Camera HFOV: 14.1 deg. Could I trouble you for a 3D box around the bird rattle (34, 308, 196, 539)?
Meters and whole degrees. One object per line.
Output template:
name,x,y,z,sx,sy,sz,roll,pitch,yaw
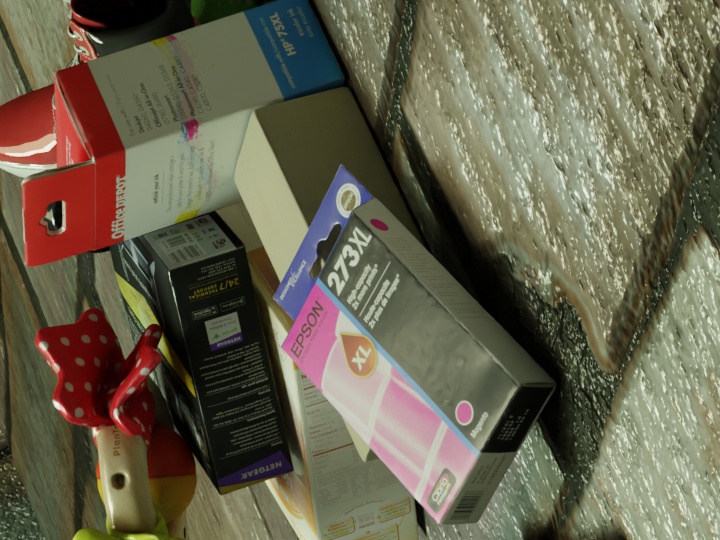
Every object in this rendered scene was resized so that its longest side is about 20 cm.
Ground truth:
bird rattle,-0.144,0.123,1.799,0.163,0.112,0.201,20,-127,-84

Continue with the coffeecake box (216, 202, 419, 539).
coffeecake box,-0.031,0.064,1.850,0.154,0.073,0.201,-125,22,-50

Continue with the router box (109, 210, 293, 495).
router box,-0.108,0.028,1.840,0.200,0.052,0.158,-132,28,-61

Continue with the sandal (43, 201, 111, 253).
sandal,-0.162,-0.080,1.957,0.045,0.200,0.075,2,128,29

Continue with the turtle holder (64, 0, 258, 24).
turtle holder,-0.147,-0.228,1.837,0.132,0.185,0.141,100,-179,-61

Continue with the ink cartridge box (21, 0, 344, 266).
ink cartridge box,-0.115,-0.081,1.726,0.116,0.199,0.067,100,148,-62

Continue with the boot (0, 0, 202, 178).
boot,-0.176,-0.126,1.822,0.144,0.199,0.073,45,-138,-49

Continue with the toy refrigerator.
toy refrigerator,0.000,0.000,1.672,0.201,0.070,0.076,64,157,25

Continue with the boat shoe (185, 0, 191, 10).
boat shoe,-0.135,-0.179,1.957,0.200,0.060,0.076,-139,33,-63

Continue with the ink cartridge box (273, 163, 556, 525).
ink cartridge box,0.017,0.037,1.565,0.200,0.037,0.095,48,121,37
